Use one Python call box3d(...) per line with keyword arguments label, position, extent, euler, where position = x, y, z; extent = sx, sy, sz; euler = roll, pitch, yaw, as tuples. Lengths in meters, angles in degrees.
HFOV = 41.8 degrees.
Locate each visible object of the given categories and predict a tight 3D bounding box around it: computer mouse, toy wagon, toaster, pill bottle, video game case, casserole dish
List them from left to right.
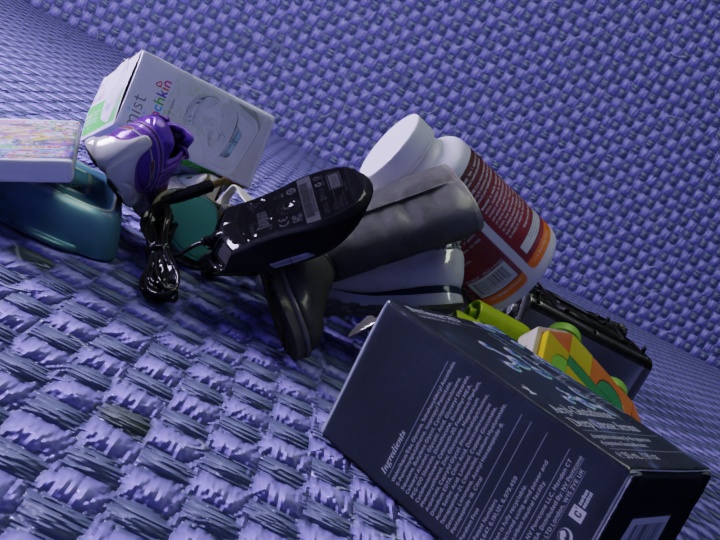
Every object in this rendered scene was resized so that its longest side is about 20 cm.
box3d(label="video game case", position=(-0.300, -0.100, 0.758), extent=(0.141, 0.018, 0.200), euler=(0, 17, -15))
box3d(label="casserole dish", position=(-0.258, -0.066, 0.812), extent=(0.120, 0.039, 0.200), euler=(24, 10, -19))
box3d(label="computer mouse", position=(-0.087, -0.039, 0.777), extent=(0.141, 0.198, 0.046), euler=(-117, -175, -52))
box3d(label="pill bottle", position=(0.098, -0.061, 0.967), extent=(0.200, 0.113, 0.113), euler=(42, 4, -18))
box3d(label="toaster", position=(0.242, 0.098, 1.139), extent=(0.198, 0.120, 0.181), euler=(27, 10, -8))
box3d(label="toy wagon", position=(0.198, 0.139, 0.790), extent=(0.200, 0.039, 0.156), euler=(46, 36, -12))

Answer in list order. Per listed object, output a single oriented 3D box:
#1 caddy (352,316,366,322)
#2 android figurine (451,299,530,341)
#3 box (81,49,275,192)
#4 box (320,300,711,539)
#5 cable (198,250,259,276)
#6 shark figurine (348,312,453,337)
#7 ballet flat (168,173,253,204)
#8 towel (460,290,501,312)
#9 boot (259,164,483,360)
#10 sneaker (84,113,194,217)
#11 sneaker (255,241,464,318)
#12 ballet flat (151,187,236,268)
box3d(label="caddy", position=(0.031, -0.001, 1.090), extent=(0.141, 0.106, 0.199), euler=(31, 10, 28))
box3d(label="android figurine", position=(0.129, 0.108, 0.824), extent=(0.198, 0.041, 0.183), euler=(28, 35, -17))
box3d(label="box", position=(-0.226, -0.174, 1.145), extent=(0.175, 0.098, 0.199), euler=(23, -9, -27))
box3d(label="box", position=(0.101, 0.121, 0.625), extent=(0.199, 0.108, 0.148), euler=(34, 11, 36))
box3d(label="cable", position=(-0.085, -0.018, 0.936), extent=(0.198, 0.051, 0.096), euler=(0, -10, -41))
box3d(label="shark figurine", position=(0.104, 0.090, 0.926), extent=(0.213, 0.090, 0.128), euler=(34, -27, -14))
box3d(label="ballet flat", position=(-0.162, -0.075, 1.072), extent=(0.199, 0.063, 0.067), euler=(34, 10, 33))
box3d(label="towel", position=(0.089, 0.007, 1.023), extent=(0.199, 0.023, 0.153), euler=(40, 21, -22))
box3d(label="boot", position=(0.012, -0.014, 0.815), extent=(0.197, 0.073, 0.183), euler=(-10, 43, -11))
box3d(label="sneaker", position=(-0.186, -0.098, 0.855), extent=(0.081, 0.083, 0.200), euler=(58, -6, -8))
box3d(label="sneaker", position=(0.000, 0.000, 0.891), extent=(0.197, 0.082, 0.076), euler=(1, -12, -7))
box3d(label="ballet flat", position=(-0.155, -0.036, 0.915), extent=(0.072, 0.073, 0.200), euler=(32, 9, 26))
